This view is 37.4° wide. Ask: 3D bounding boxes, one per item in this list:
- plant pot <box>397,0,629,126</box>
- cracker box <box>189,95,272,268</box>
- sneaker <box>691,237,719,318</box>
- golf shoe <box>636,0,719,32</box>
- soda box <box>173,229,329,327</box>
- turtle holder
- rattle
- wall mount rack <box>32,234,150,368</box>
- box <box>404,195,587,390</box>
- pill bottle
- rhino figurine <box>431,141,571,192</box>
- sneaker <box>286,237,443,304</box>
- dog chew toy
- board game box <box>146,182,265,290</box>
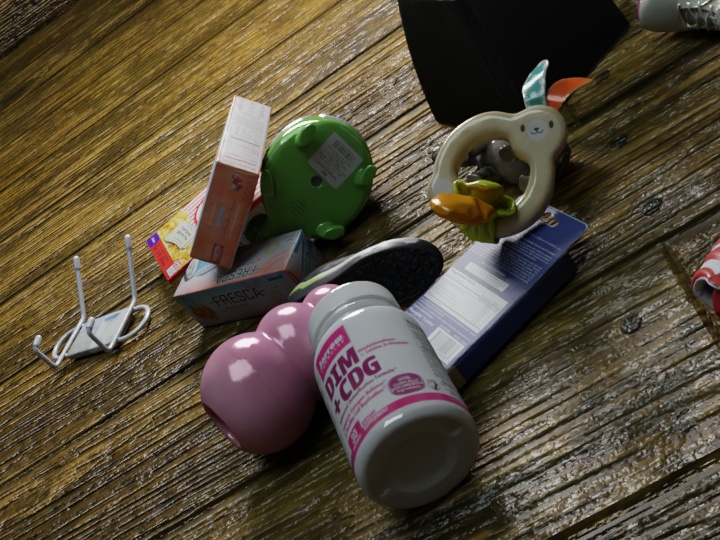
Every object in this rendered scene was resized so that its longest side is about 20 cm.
[{"bbox_3d":[0.162,-0.302,1.273,0.200,0.178,0.199,-47,31,-13],"label":"plant pot"},{"bbox_3d":[-0.160,-0.114,1.329,0.201,0.057,0.136,-88,17,-58],"label":"cracker box"},{"bbox_3d":[0.341,0.005,0.804,0.113,0.072,0.199,-46,24,-17],"label":"sneaker"},{"bbox_3d":[0.379,-0.284,1.119,0.198,0.075,0.093,-11,45,41],"label":"golf shoe"},{"bbox_3d":[-0.136,0.012,1.313,0.198,0.064,0.069,-13,41,37],"label":"soda box"},{"bbox_3d":[-0.061,-0.104,1.332,0.132,0.138,0.189,-106,29,-72],"label":"turtle holder"},{"bbox_3d":[0.141,-0.131,1.023,0.200,0.142,0.130,-48,56,7],"label":"rattle"},{"bbox_3d":[-0.380,0.049,1.516,0.197,0.075,0.175,-17,38,32],"label":"wall mount rack"},{"bbox_3d":[0.130,0.017,1.051,0.200,0.032,0.121,-45,32,-5],"label":"box"},{"bbox_3d":[0.021,0.105,0.964,0.113,0.114,0.201,-36,38,6],"label":"pill bottle"},{"bbox_3d":[0.149,-0.126,1.175,0.087,0.061,0.199,-24,21,-30],"label":"rhino figurine"},{"bbox_3d":[0.000,0.000,1.174,0.197,0.072,0.083,-21,27,23],"label":"sneaker"},{"bbox_3d":[-0.070,0.093,1.098,0.200,0.125,0.124,-43,31,-19],"label":"dog chew toy"},{"bbox_3d":[-0.200,-0.066,1.492,0.200,0.046,0.151,-42,32,-3],"label":"board game box"}]
